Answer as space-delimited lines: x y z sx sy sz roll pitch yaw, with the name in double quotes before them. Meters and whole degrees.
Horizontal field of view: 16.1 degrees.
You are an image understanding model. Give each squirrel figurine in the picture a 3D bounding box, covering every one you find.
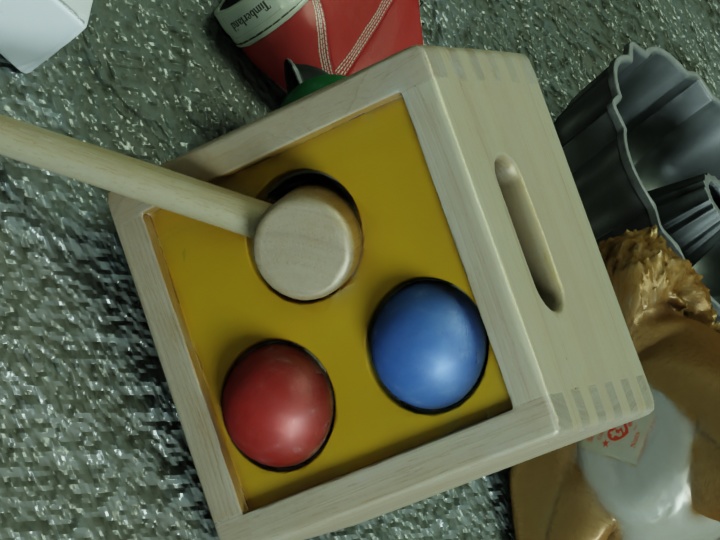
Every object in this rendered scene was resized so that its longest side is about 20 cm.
"squirrel figurine" 0.162 0.079 1.254 0.186 0.141 0.201 24 45 -56

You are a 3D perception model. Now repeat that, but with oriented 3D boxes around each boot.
"boot" 0.015 -0.121 1.282 0.144 0.072 0.200 51 37 -15

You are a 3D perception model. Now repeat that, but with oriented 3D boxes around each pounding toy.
"pounding toy" -0.020 -0.002 1.010 0.142 0.184 0.201 -6 74 -62

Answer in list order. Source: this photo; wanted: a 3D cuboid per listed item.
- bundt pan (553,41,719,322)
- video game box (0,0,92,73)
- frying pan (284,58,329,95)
"bundt pan" 0.173 -0.022 1.428 0.202 0.076 0.202 38 34 -32
"video game box" -0.183 -0.207 1.067 0.200 0.047 0.183 42 30 -28
"frying pan" -0.001 -0.009 1.126 0.115 0.031 0.191 84 -11 -62
